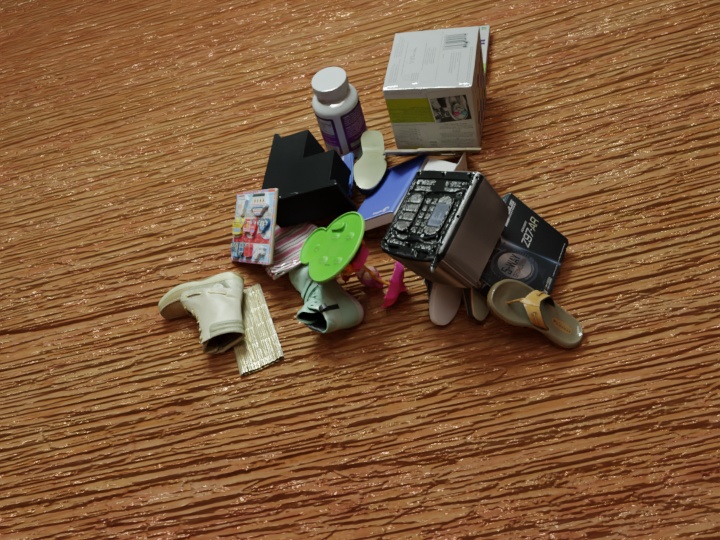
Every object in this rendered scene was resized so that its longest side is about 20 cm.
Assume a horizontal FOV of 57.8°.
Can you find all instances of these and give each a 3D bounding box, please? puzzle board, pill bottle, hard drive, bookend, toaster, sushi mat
[{"bbox_3d":[-0.230,-0.093,1.379,0.199,0.017,0.154,5,91,56],"label":"puzzle board"},{"bbox_3d":[-0.050,-0.367,1.526,0.110,0.201,0.114,-7,53,9],"label":"pill bottle"},{"bbox_3d":[0.062,-0.165,1.402,0.131,0.025,0.201,-15,33,42],"label":"hard drive"},{"bbox_3d":[-0.104,-0.217,1.419,0.196,0.092,0.203,-11,55,27],"label":"bookend"},{"bbox_3d":[0.146,-0.072,1.172,0.180,0.118,0.202,13,72,55],"label":"toaster"},{"bbox_3d":[-0.225,0.119,1.339,0.094,0.012,0.202,-23,52,-3],"label":"sushi mat"}]

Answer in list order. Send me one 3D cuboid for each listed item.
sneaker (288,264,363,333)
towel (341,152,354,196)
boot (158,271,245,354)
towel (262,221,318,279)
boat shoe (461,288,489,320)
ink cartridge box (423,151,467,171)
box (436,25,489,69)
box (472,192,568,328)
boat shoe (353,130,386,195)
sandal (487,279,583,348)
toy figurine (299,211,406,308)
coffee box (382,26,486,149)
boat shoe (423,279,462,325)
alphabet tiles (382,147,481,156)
[{"bbox_3d":[-0.099,0.049,1.286,0.199,0.075,0.117,35,31,31],"label":"sneaker"},{"bbox_3d":[-0.104,-0.196,1.496,0.197,0.024,0.146,-17,44,19],"label":"towel"},{"bbox_3d":[-0.327,0.100,1.339,0.197,0.072,0.157,-19,55,11],"label":"boot"},{"bbox_3d":[-0.156,-0.061,1.402,0.145,0.030,0.200,-30,32,-10],"label":"towel"},{"bbox_3d":[0.208,-0.004,1.245,0.062,0.071,0.204,-11,77,41],"label":"boat shoe"},{"bbox_3d":[0.157,-0.148,1.365,0.067,0.117,0.201,18,61,25],"label":"ink cartridge box"},{"bbox_3d":[0.258,-0.554,1.686,0.142,0.037,0.202,2,54,16],"label":"box"},{"bbox_3d":[0.295,-0.020,1.224,0.159,0.043,0.202,36,62,-12],"label":"box"},{"bbox_3d":[0.023,-0.236,1.486,0.072,0.064,0.203,4,45,2],"label":"boat shoe"},{"bbox_3d":[0.315,0.073,1.145,0.198,0.054,0.081,28,69,-9],"label":"sandal"},{"bbox_3d":[0.000,0.000,1.278,0.199,0.183,0.152,3,62,55],"label":"toy figurine"},{"bbox_3d":[0.177,-0.407,1.496,0.196,0.199,0.202,2,56,18],"label":"coffee box"},{"bbox_3d":[0.156,0.013,1.284,0.067,0.071,0.203,-14,59,48],"label":"boat shoe"},{"bbox_3d":[0.147,-0.256,1.414,0.196,0.167,0.008,-1,96,-2],"label":"alphabet tiles"}]
